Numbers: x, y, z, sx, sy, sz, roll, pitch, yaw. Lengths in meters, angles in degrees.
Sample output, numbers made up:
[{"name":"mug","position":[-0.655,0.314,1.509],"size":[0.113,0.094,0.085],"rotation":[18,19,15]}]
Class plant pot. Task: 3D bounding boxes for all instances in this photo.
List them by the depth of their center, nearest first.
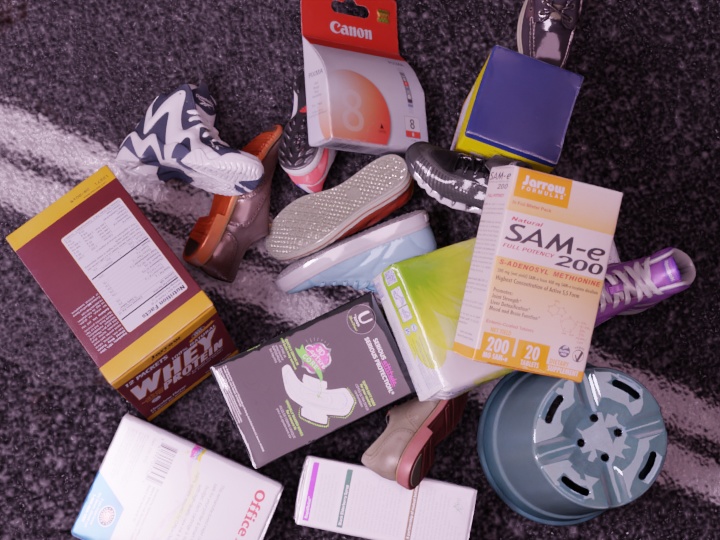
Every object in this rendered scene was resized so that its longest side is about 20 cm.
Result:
[{"name":"plant pot","position":[0.245,0.190,1.410],"size":[0.198,0.196,0.202],"rotation":[1,82,-4]}]

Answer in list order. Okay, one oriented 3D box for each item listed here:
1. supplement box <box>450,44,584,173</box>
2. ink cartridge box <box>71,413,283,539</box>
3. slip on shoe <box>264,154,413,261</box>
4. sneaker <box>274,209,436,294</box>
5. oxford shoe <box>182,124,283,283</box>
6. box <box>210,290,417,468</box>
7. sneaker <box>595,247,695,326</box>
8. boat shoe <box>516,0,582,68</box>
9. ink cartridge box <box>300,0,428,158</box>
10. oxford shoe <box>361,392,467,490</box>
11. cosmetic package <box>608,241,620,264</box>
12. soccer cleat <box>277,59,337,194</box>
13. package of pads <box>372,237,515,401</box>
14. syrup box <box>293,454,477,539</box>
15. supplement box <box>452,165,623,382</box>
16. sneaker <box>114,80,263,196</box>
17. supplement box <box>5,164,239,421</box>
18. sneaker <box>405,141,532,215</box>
[{"name":"supplement box","position":[0.171,-0.162,1.454],"size":[0.109,0.200,0.110],"rotation":[19,79,-1]},{"name":"ink cartridge box","position":[-0.202,0.269,1.419],"size":[0.199,0.085,0.146],"rotation":[24,81,1]},{"name":"slip on shoe","position":[-0.022,-0.066,1.491],"size":[0.199,0.061,0.074],"rotation":[-29,61,7]},{"name":"sneaker","position":[0.000,0.000,1.483],"size":[0.198,0.074,0.083],"rotation":[-22,96,0]},{"name":"oxford shoe","position":[-0.135,-0.080,1.496],"size":[0.073,0.071,0.201],"rotation":[35,77,-25]},{"name":"box","position":[-0.054,0.126,1.419],"size":[0.199,0.149,0.125],"rotation":[-24,85,-7]},{"name":"sneaker","position":[0.288,0.014,1.383],"size":[0.199,0.114,0.073],"rotation":[-16,81,-37]},{"name":"boat shoe","position":[0.241,-0.334,1.555],"size":[0.071,0.065,0.202],"rotation":[12,81,-4]},{"name":"ink cartridge box","position":[0.007,-0.240,1.488],"size":[0.161,0.050,0.202],"rotation":[2,84,-42]},{"name":"oxford shoe","position":[0.069,0.161,1.439],"size":[0.074,0.071,0.200],"rotation":[17,40,23]},{"name":"cosmetic package","position":[0.209,0.009,1.497],"size":[0.198,0.074,0.103],"rotation":[-16,83,-6]},{"name":"soccer cleat","position":[-0.048,-0.189,1.518],"size":[0.068,0.073,0.202],"rotation":[4,62,21]},{"name":"package of pads","position":[0.126,0.047,1.384],"size":[0.199,0.068,0.156],"rotation":[-17,80,-31]},{"name":"syrup box","position":[0.025,0.269,1.439],"size":[0.198,0.079,0.082],"rotation":[13,81,-2]},{"name":"supplement box","position":[0.182,0.003,1.294],"size":[0.125,0.073,0.202],"rotation":[12,91,-14]},{"name":"sneaker","position":[-0.184,-0.164,1.465],"size":[0.198,0.079,0.131],"rotation":[5,67,37]},{"name":"supplement box","position":[-0.255,0.031,1.378],"size":[0.132,0.197,0.200],"rotation":[-37,74,-9]},{"name":"sneaker","position":[0.144,-0.097,1.373],"size":[0.199,0.091,0.067],"rotation":[33,48,5]}]
